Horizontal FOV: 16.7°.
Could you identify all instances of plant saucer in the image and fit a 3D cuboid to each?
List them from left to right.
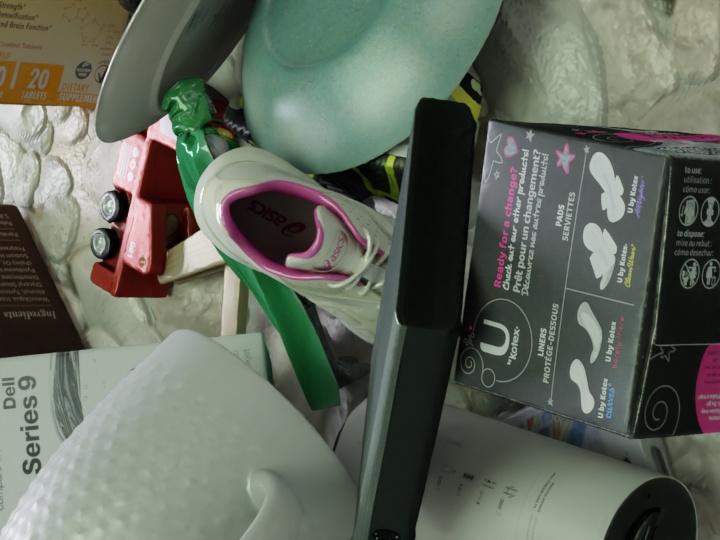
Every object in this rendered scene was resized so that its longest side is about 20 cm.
[{"bbox_3d":[-0.005,-0.152,1.382,0.201,0.039,0.201,-26,49,33],"label":"plant saucer"}]

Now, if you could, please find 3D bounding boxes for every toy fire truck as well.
[{"bbox_3d":[-0.106,-0.014,1.534,0.141,0.049,0.201,27,109,42],"label":"toy fire truck"}]

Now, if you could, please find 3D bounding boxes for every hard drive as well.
[{"bbox_3d":[0.027,0.032,1.212,0.200,0.033,0.140,100,178,-52],"label":"hard drive"}]

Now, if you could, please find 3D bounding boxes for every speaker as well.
[{"bbox_3d":[0.078,0.123,1.291,0.200,0.081,0.081,15,100,44],"label":"speaker"}]

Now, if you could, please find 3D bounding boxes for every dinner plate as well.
[{"bbox_3d":[-0.089,-0.154,1.428,0.024,0.200,0.200,34,117,9],"label":"dinner plate"}]

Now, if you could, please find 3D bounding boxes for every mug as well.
[{"bbox_3d":[-0.097,0.144,1.271,0.148,0.175,0.200,51,162,-18],"label":"mug"}]

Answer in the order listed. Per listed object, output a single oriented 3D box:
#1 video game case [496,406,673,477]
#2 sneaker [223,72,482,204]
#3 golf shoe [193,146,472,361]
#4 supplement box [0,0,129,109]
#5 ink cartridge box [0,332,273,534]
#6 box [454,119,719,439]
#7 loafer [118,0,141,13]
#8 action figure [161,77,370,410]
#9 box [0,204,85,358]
[{"bbox_3d":[0.101,0.169,1.340,0.200,0.022,0.183,-29,69,42],"label":"video game case"},{"bbox_3d":[0.000,-0.085,1.423,0.200,0.075,0.077,14,72,46],"label":"sneaker"},{"bbox_3d":[0.000,0.000,1.332,0.092,0.200,0.075,-115,49,-84],"label":"golf shoe"},{"bbox_3d":[-0.209,-0.210,1.586,0.073,0.126,0.201,30,112,42],"label":"supplement box"},{"bbox_3d":[-0.147,0.122,1.430,0.084,0.199,0.146,84,180,-79],"label":"ink cartridge box"},{"bbox_3d":[0.155,0.000,1.156,0.115,0.200,0.133,14,100,44],"label":"box"},{"bbox_3d":[-0.086,-0.237,1.508,0.200,0.073,0.071,-47,48,29],"label":"loafer"},{"bbox_3d":[-0.059,-0.021,1.420,0.200,0.055,0.118,61,169,-10],"label":"action figure"},{"bbox_3d":[-0.296,0.079,1.647,0.166,0.164,0.200,-49,57,34],"label":"box"}]
